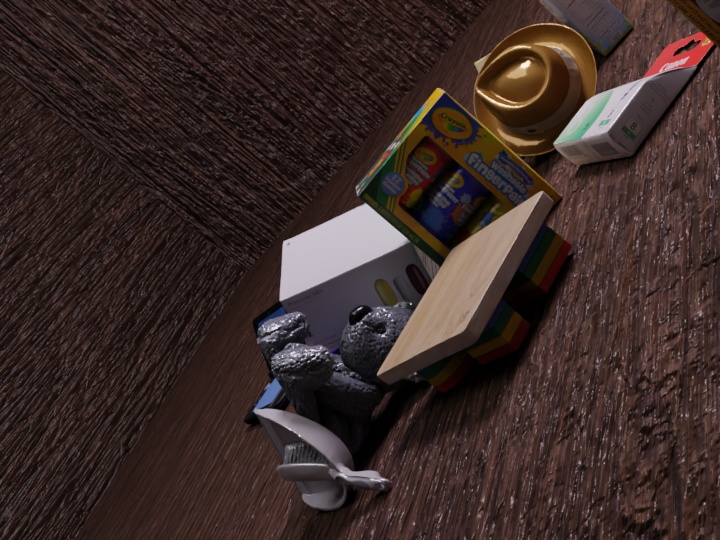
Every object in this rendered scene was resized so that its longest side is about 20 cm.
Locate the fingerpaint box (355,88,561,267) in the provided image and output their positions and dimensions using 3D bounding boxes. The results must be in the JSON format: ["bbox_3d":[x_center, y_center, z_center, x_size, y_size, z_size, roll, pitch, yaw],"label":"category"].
[{"bbox_3d":[0.121,-0.098,1.322,0.167,0.200,0.073,-48,11,8],"label":"fingerpaint box"}]

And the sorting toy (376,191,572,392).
[{"bbox_3d":[0.130,0.038,1.160,0.201,0.069,0.199,-57,11,-30],"label":"sorting toy"}]

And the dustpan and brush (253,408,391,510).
[{"bbox_3d":[-0.036,0.222,1.188,0.198,0.141,0.057,-8,29,38],"label":"dustpan and brush"}]

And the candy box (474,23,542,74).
[{"bbox_3d":[0.265,-0.320,1.627,0.115,0.056,0.199,-29,-6,26],"label":"candy box"}]

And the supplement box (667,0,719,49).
[{"bbox_3d":[0.397,-0.306,1.026,0.104,0.131,0.200,-54,9,-12],"label":"supplement box"}]

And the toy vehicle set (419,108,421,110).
[{"bbox_3d":[0.118,-0.197,1.943,0.201,0.124,0.026,-57,12,-32],"label":"toy vehicle set"}]

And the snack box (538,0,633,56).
[{"bbox_3d":[0.318,-0.430,1.644,0.068,0.200,0.169,-48,9,14],"label":"snack box"}]

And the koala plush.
[{"bbox_3d":[0.003,0.115,1.297,0.199,0.185,0.177,-31,20,-6],"label":"koala plush"}]

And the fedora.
[{"bbox_3d":[0.228,-0.258,1.471,0.081,0.202,0.201,7,-46,-50],"label":"fedora"}]

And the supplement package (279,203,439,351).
[{"bbox_3d":[0.000,0.000,1.469,0.198,0.111,0.156,-25,30,13],"label":"supplement package"}]

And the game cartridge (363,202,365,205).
[{"bbox_3d":[0.061,-0.076,1.802,0.134,0.041,0.200,-54,36,1],"label":"game cartridge"}]

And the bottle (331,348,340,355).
[{"bbox_3d":[-0.026,0.153,1.471,0.084,0.065,0.200,-49,9,27],"label":"bottle"}]

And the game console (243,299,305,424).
[{"bbox_3d":[-0.173,0.171,1.945,0.177,0.116,0.200,-55,10,-27],"label":"game console"}]

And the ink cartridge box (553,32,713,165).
[{"bbox_3d":[0.331,-0.219,1.260,0.201,0.050,0.161,-54,10,-6],"label":"ink cartridge box"}]
